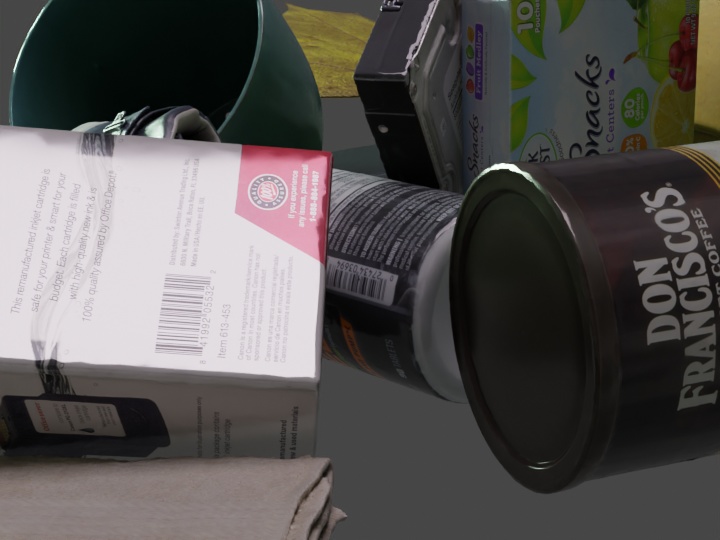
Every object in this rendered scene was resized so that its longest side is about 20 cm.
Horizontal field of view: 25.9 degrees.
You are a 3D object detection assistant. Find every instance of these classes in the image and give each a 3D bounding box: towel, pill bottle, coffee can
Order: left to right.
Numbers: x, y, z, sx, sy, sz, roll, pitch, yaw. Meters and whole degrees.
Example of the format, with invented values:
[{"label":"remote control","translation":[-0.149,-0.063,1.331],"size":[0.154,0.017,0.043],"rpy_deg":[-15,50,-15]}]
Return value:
[{"label":"towel","translation":[-0.110,0.112,0.635],"size":[0.197,0.035,0.133],"rpy_deg":[0,15,10]},{"label":"pill bottle","translation":[0.000,0.000,0.873],"size":[0.105,0.108,0.199],"rpy_deg":[-15,21,-39]},{"label":"coffee can","translation":[0.159,0.013,0.733],"size":[0.197,0.149,0.146],"rpy_deg":[-8,17,-21]}]

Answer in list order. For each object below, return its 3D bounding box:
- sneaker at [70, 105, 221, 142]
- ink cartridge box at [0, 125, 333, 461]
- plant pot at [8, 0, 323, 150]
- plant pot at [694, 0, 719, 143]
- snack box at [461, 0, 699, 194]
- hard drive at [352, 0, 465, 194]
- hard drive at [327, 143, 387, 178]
[{"label":"sneaker","translation":[-0.155,-0.019,0.877],"size":[0.145,0.077,0.203],"rpy_deg":[-1,43,44]},{"label":"ink cartridge box","translation":[-0.115,0.015,0.734],"size":[0.197,0.085,0.146],"rpy_deg":[4,49,-2]},{"label":"plant pot","translation":[-0.117,-0.108,1.092],"size":[0.198,0.203,0.161],"rpy_deg":[7,-18,30]},{"label":"plant pot","translation":[0.248,-0.106,1.113],"size":[0.197,0.202,0.143],"rpy_deg":[5,44,23]},{"label":"snack box","translation":[0.128,-0.068,0.916],"size":[0.141,0.203,0.053],"rpy_deg":[-11,19,-29]},{"label":"hard drive","translation":[0.056,-0.092,0.939],"size":[0.037,0.201,0.141],"rpy_deg":[4,51,23]},{"label":"hard drive","translation":[0.034,-0.058,1.127],"size":[0.138,0.033,0.200],"rpy_deg":[-11,18,-9]}]
